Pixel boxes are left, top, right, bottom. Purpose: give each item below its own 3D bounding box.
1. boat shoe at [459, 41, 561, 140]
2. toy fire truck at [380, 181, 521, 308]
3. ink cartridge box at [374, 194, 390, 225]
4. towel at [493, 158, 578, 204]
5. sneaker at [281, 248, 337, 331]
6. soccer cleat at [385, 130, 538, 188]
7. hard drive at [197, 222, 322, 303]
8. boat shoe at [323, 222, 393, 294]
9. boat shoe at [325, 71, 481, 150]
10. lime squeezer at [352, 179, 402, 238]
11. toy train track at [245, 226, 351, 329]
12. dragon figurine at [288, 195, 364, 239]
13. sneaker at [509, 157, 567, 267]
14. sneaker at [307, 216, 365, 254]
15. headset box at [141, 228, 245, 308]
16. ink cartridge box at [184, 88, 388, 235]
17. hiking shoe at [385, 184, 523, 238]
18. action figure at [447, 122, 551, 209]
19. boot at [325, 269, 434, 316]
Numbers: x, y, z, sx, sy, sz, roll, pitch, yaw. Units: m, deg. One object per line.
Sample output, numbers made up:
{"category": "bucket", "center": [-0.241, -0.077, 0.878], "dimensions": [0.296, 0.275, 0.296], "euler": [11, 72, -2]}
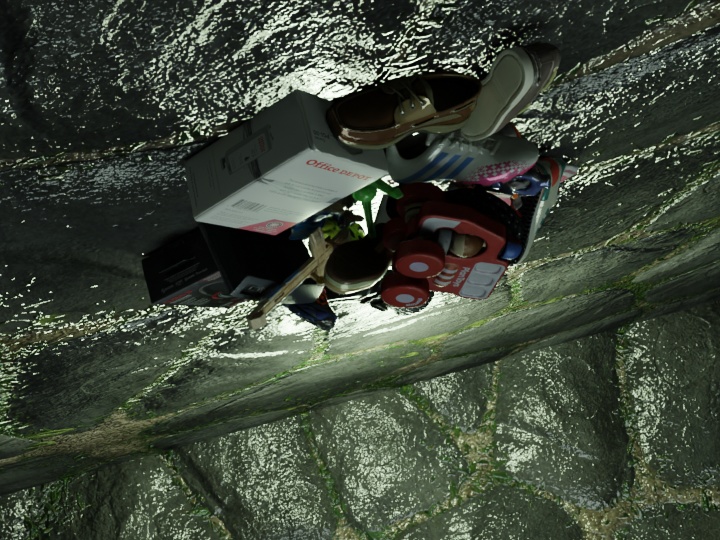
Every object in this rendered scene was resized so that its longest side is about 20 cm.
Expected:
{"category": "boat shoe", "center": [0.172, -0.213, 1.314], "dimensions": [0.059, 0.072, 0.200], "euler": [-22, 171, -22]}
{"category": "toy fire truck", "center": [0.120, -0.026, 1.459], "dimensions": [0.167, 0.112, 0.200], "euler": [8, 149, -9]}
{"category": "ink cartridge box", "center": [0.116, -0.044, 1.715], "dimensions": [0.145, 0.088, 0.200], "euler": [14, 177, 21]}
{"category": "towel", "center": [0.239, -0.126, 1.776], "dimensions": [0.146, 0.030, 0.200], "euler": [-2, 159, -46]}
{"category": "sneaker", "center": [-0.087, 0.021, 1.710], "dimensions": [0.075, 0.200, 0.078], "euler": [28, 104, -42]}
{"category": "soccer cleat", "center": [0.128, -0.154, 1.417], "dimensions": [0.199, 0.070, 0.086], "euler": [-7, 133, 7]}
{"category": "hard drive", "center": [-0.135, -0.019, 1.575], "dimensions": [0.042, 0.135, 0.200], "euler": [-37, 158, 25]}
{"category": "boat shoe", "center": [0.000, 0.000, 1.542], "dimensions": [0.076, 0.072, 0.200], "euler": [-57, 167, 30]}
{"category": "boat shoe", "center": [0.054, -0.195, 1.266], "dimensions": [0.200, 0.076, 0.074], "euler": [-17, 162, -32]}
{"category": "lime squeezer", "center": [0.019, -0.100, 1.441], "dimensions": [0.038, 0.071, 0.200], "euler": [-44, 177, -16]}
{"category": "toy train track", "center": [-0.077, 0.014, 1.533], "dimensions": [0.200, 0.033, 0.115], "euler": [-43, 151, -23]}
{"category": "dragon figurine", "center": [-0.077, -0.081, 1.543], "dimensions": [0.200, 0.059, 0.099], "euler": [-13, 165, -16]}
{"category": "sneaker", "center": [0.268, -0.091, 1.699], "dimensions": [0.093, 0.070, 0.200], "euler": [-23, 142, -34]}
{"category": "sneaker", "center": [-0.044, -0.043, 1.688], "dimensions": [0.083, 0.074, 0.200], "euler": [-24, 164, 11]}
{"category": "headset box", "center": [-0.216, -0.004, 1.644], "dimensions": [0.148, 0.075, 0.200], "euler": [-24, 163, 29]}
{"category": "ink cartridge box", "center": [-0.089, -0.123, 1.317], "dimensions": [0.200, 0.083, 0.146], "euler": [-26, 157, 34]}
{"category": "hiking shoe", "center": [0.138, -0.077, 1.546], "dimensions": [0.200, 0.075, 0.087], "euler": [16, 175, 22]}
{"category": "action figure", "center": [0.164, -0.154, 1.544], "dimensions": [0.199, 0.105, 0.194], "euler": [13, 156, -1]}
{"category": "boot", "center": [0.005, 0.028, 1.844], "dimensions": [0.158, 0.080, 0.211], "euler": [10, 177, -39]}
